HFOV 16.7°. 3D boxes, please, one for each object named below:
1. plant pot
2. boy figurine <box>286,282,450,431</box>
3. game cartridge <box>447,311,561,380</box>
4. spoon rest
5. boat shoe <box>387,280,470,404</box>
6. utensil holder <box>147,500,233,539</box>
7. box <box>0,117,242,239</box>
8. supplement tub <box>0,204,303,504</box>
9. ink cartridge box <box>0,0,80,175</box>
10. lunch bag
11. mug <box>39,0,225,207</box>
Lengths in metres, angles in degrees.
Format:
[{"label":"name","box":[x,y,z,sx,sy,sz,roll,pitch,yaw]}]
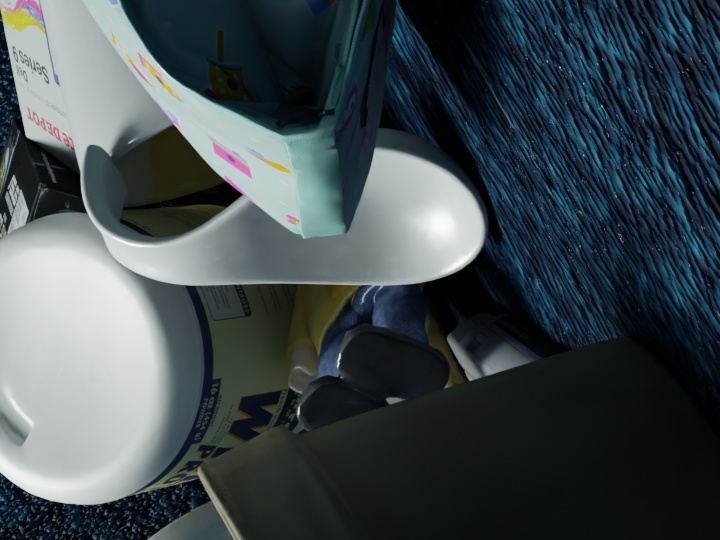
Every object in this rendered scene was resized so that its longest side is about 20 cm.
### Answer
[{"label":"plant pot","box":[0.060,0.119,0.936,0.201,0.173,0.200,59,175,9]},{"label":"boy figurine","box":[0.000,0.000,1.220,0.064,0.125,0.200,25,-151,-24]},{"label":"game cartridge","box":[0.102,0.092,1.142,0.130,0.038,0.200,65,173,-15]},{"label":"spoon rest","box":[-0.038,-0.025,1.118,0.100,0.199,0.061,63,-145,-48]},{"label":"boat shoe","box":[0.015,0.026,1.319,0.073,0.063,0.201,61,-175,-23]},{"label":"utensil holder","box":[-0.028,0.236,1.247,0.200,0.170,0.170,46,167,35]},{"label":"box","box":[-0.138,-0.013,1.488,0.163,0.087,0.200,16,-169,-16]},{"label":"supplement tub","box":[-0.104,0.039,1.282,0.145,0.145,0.200,58,-155,12]},{"label":"ink cartridge box","box":[-0.147,-0.159,1.402,0.145,0.087,0.201,35,139,55]},{"label":"lunch bag","box":[-0.048,-0.118,0.954,0.170,0.121,0.201,90,155,-77]},{"label":"mug","box":[-0.096,-0.127,1.247,0.187,0.149,0.154,112,135,-75]}]
